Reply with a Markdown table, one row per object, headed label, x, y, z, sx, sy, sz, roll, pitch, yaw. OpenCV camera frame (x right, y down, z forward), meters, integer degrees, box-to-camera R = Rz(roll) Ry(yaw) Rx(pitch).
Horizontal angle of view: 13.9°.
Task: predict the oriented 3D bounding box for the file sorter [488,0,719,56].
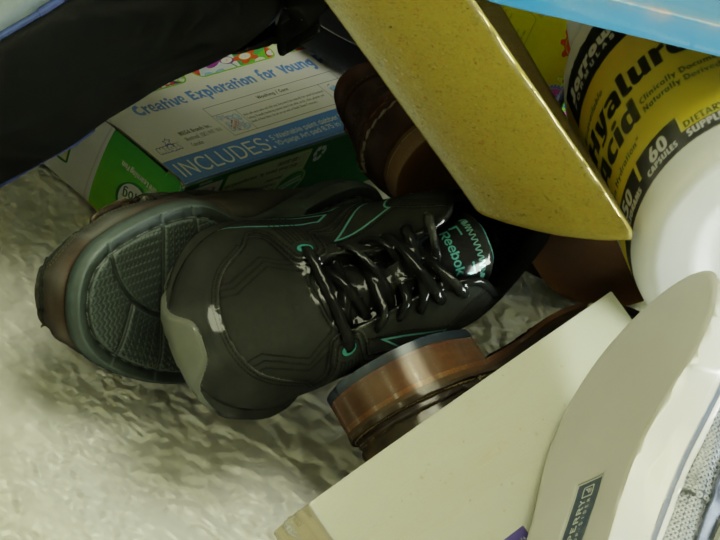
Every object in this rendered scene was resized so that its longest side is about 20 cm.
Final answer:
| label | x | y | z | sx | sy | sz | roll | pitch | yaw |
| --- | --- | --- | --- | --- | --- | --- | --- | --- | --- |
| file sorter | 0.104 | -0.187 | 1.150 | 0.138 | 0.123 | 0.200 | 12 | 27 | -22 |

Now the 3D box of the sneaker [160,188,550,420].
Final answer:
| label | x | y | z | sx | sy | sz | roll | pitch | yaw |
| --- | --- | --- | --- | --- | --- | --- | --- | --- | --- |
| sneaker | 0.000 | 0.000 | 1.127 | 0.200 | 0.079 | 0.076 | -22 | 89 | -54 |

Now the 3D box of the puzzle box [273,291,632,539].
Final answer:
| label | x | y | z | sx | sy | sz | roll | pitch | yaw |
| --- | --- | --- | --- | --- | --- | --- | --- | --- | --- |
| puzzle box | 0.070 | 0.101 | 1.070 | 0.200 | 0.025 | 0.133 | -31 | 84 | -46 |

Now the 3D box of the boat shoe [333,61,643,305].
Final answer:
| label | x | y | z | sx | sy | sz | roll | pitch | yaw |
| --- | --- | --- | --- | --- | --- | --- | --- | --- | --- |
| boat shoe | 0.069 | -0.043 | 1.286 | 0.200 | 0.071 | 0.070 | 26 | 15 | -46 |

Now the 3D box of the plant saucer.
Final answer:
| label | x | y | z | sx | sy | sz | roll | pitch | yaw |
| --- | --- | --- | --- | --- | --- | --- | --- | --- | --- |
| plant saucer | 0.015 | -0.114 | 1.136 | 0.200 | 0.048 | 0.200 | 51 | 9 | -35 |

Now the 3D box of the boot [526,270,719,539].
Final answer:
| label | x | y | z | sx | sy | sz | roll | pitch | yaw |
| --- | --- | --- | --- | --- | --- | --- | --- | --- | --- |
| boot | 0.112 | 0.098 | 1.047 | 0.090 | 0.073 | 0.201 | 42 | 52 | -19 |

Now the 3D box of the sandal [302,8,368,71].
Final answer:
| label | x | y | z | sx | sy | sz | roll | pitch | yaw |
| --- | --- | --- | --- | --- | --- | --- | --- | --- | --- |
| sandal | -0.028 | -0.143 | 1.339 | 0.199 | 0.043 | 0.076 | 30 | 30 | 7 |

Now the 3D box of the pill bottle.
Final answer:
| label | x | y | z | sx | sy | sz | roll | pitch | yaw |
| --- | --- | --- | --- | --- | --- | --- | --- | --- | --- |
| pill bottle | 0.144 | -0.059 | 1.202 | 0.111 | 0.112 | 0.200 | 15 | 28 | -19 |

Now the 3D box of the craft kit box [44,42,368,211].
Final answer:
| label | x | y | z | sx | sy | sz | roll | pitch | yaw |
| --- | --- | --- | --- | --- | --- | --- | --- | --- | --- |
| craft kit box | -0.092 | -0.100 | 1.309 | 0.197 | 0.049 | 0.200 | 42 | 34 | 20 |

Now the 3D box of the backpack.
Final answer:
| label | x | y | z | sx | sy | sz | roll | pitch | yaw |
| --- | --- | --- | --- | --- | --- | --- | --- | --- | --- |
| backpack | -0.139 | -0.146 | 1.163 | 0.199 | 0.154 | 0.191 | -25 | 43 | 0 |

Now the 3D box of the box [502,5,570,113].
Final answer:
| label | x | y | z | sx | sy | sz | roll | pitch | yaw |
| --- | --- | --- | --- | --- | --- | --- | --- | --- | --- |
| box | 0.145 | -0.148 | 1.407 | 0.192 | 0.201 | 0.122 | -2 | 40 | -41 |

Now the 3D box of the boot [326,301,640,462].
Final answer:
| label | x | y | z | sx | sy | sz | roll | pitch | yaw |
| --- | --- | --- | --- | --- | --- | --- | --- | --- | --- |
| boot | 0.071 | 0.073 | 1.169 | 0.199 | 0.075 | 0.097 | -9 | 67 | -51 |

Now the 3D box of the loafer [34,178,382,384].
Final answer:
| label | x | y | z | sx | sy | sz | roll | pitch | yaw |
| --- | --- | --- | --- | --- | --- | --- | --- | --- | --- |
| loafer | -0.067 | 0.000 | 1.168 | 0.063 | 0.072 | 0.200 | 11 | 14 | 34 |
